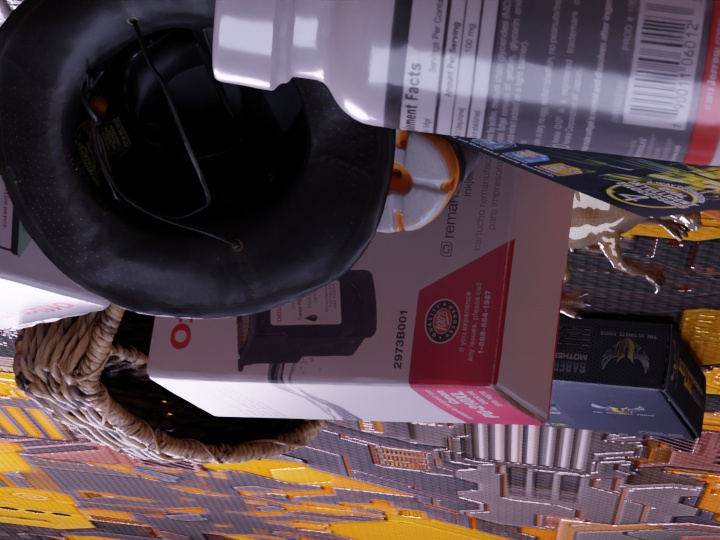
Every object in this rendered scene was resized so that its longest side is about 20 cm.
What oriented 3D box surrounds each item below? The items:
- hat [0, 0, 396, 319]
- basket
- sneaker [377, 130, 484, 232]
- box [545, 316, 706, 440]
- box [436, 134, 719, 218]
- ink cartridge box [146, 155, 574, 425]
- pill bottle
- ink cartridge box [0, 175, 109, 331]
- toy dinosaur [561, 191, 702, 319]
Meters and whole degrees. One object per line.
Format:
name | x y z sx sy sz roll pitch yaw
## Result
hat | -0.067 -0.073 1.271 0.201 0.201 0.081 2 -155 20
basket | -0.092 0.044 1.687 0.200 0.143 0.149 18 164 -40
sneaker | -0.026 -0.064 1.354 0.200 0.078 0.077 14 -150 31
box | 0.125 0.069 1.879 0.200 0.051 0.158 4 165 16
box | 0.128 -0.078 1.259 0.200 0.049 0.161 20 159 -41
ink cartridge box | 0.000 0.000 1.443 0.200 0.145 0.084 0 164 26
pill bottle | 0.050 -0.106 1.033 0.200 0.116 0.116 7 167 2
ink cartridge box | -0.254 -0.032 1.576 0.200 0.084 0.145 16 164 -33
toy dinosaur | 0.106 -0.023 1.532 0.200 0.058 0.101 -9 146 29
